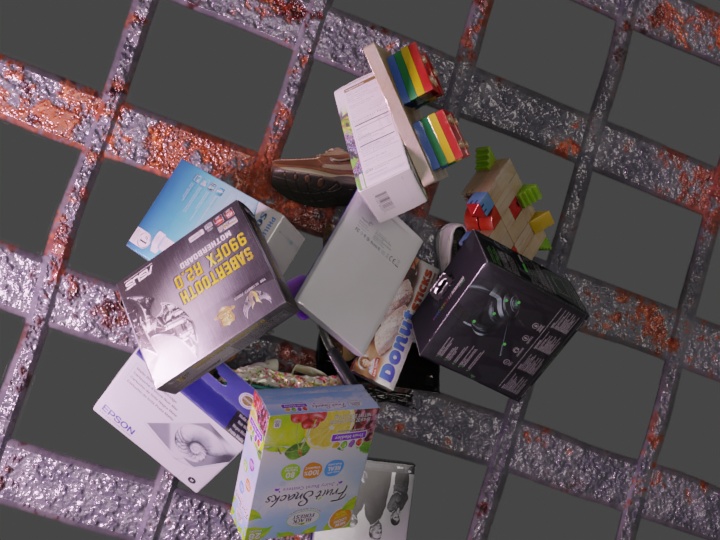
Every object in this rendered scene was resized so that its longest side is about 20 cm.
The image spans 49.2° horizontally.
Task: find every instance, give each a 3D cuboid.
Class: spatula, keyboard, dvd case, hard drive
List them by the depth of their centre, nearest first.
[{"bbox_3d":[-0.047,0.098,1.123,0.056,0.021,0.203,-27,88,-29],"label":"spatula"},{"bbox_3d":[0.000,0.000,1.128,0.132,0.025,0.202,40,66,-25],"label":"hard drive"},{"bbox_3d":[0.000,0.386,1.187,0.147,0.025,0.205,9,87,-11],"label":"dvd case"},{"bbox_3d":[0.025,0.156,1.203,0.195,0.040,0.106,10,63,-9],"label":"keyboard"}]

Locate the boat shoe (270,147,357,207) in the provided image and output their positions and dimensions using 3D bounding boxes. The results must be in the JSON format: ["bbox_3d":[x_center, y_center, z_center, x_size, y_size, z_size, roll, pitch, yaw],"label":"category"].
[{"bbox_3d":[-0.037,-0.142,1.182,0.195,0.076,0.075,7,56,-13],"label":"boat shoe"}]

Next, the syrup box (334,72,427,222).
[{"bbox_3d":[0.027,-0.179,1.115,0.080,0.079,0.203,-23,54,11],"label":"syrup box"}]

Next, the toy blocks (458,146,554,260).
[{"bbox_3d":[0.204,-0.063,1.177,0.137,0.099,0.202,-51,124,-30],"label":"toy blocks"}]

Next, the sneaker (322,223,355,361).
[{"bbox_3d":[-0.001,0.030,1.173,0.088,0.067,0.205,-3,86,-23],"label":"sneaker"}]

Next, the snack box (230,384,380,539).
[{"bbox_3d":[-0.076,0.261,1.070,0.165,0.068,0.204,1,115,-29],"label":"snack box"}]

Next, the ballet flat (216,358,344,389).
[{"bbox_3d":[-0.107,0.163,1.121,0.196,0.076,0.065,15,53,-15],"label":"ballet flat"}]

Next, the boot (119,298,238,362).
[{"bbox_3d":[-0.250,0.072,1.075,0.198,0.075,0.075,26,105,27],"label":"boot"}]

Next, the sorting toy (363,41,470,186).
[{"bbox_3d":[0.092,-0.232,1.132,0.069,0.200,0.202,-24,93,15],"label":"sorting toy"}]

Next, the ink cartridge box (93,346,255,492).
[{"bbox_3d":[-0.245,0.190,1.080,0.199,0.041,0.200,40,122,-6],"label":"ink cartridge box"}]

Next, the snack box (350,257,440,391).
[{"bbox_3d":[0.053,0.074,1.189,0.071,0.024,0.203,25,73,-7],"label":"snack box"}]

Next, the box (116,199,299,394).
[{"bbox_3d":[-0.194,0.034,0.988,0.198,0.048,0.160,-33,65,8],"label":"box"}]

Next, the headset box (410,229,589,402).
[{"bbox_3d":[0.190,0.065,1.127,0.197,0.093,0.176,24,115,-19],"label":"headset box"}]

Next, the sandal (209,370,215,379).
[{"bbox_3d":[-0.232,0.147,1.127,0.199,0.082,0.055,40,61,-9],"label":"sandal"}]

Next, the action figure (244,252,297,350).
[{"bbox_3d":[-0.168,0.035,1.136,0.128,0.070,0.202,27,74,6],"label":"action figure"}]

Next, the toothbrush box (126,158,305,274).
[{"bbox_3d":[-0.199,-0.040,1.087,0.198,0.085,0.148,27,81,26],"label":"toothbrush box"}]

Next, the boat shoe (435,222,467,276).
[{"bbox_3d":[0.161,0.026,1.209,0.070,0.066,0.205,-5,89,-11],"label":"boat shoe"}]
